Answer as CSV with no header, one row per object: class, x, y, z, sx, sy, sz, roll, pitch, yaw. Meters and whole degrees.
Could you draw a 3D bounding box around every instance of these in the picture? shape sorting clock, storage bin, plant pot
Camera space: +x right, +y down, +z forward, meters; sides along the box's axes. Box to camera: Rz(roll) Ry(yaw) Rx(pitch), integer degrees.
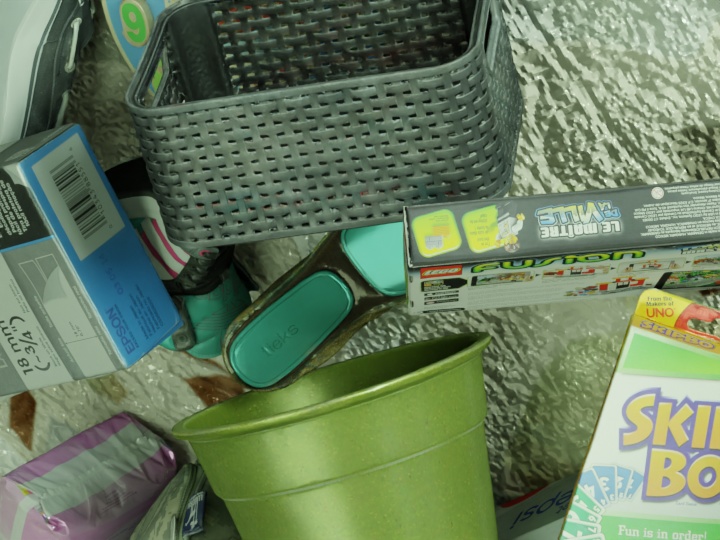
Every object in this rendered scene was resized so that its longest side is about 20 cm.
shape sorting clock,-0.071,-0.149,1.604,0.199,0.039,0.201,17,127,23
storage bin,-0.017,-0.094,1.504,0.199,0.135,0.094,-8,121,13
plant pot,0.009,0.156,1.614,0.199,0.200,0.191,-14,94,38

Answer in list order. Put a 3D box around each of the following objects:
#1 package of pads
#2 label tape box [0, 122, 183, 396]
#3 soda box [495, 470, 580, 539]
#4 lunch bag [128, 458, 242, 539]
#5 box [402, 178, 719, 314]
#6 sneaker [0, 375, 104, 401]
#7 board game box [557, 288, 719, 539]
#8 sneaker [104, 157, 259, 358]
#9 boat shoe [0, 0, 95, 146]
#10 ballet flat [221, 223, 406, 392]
package of pads,-0.202,0.203,1.861,0.076,0.120,0.201,40,134,26
label tape box,-0.224,0.002,1.676,0.199,0.063,0.145,-13,110,42
soda box,0.106,0.182,1.692,0.200,0.068,0.064,-29,102,42
lunch bag,-0.088,0.205,1.763,0.139,0.168,0.200,38,132,5
box,0.123,-0.013,1.473,0.199,0.035,0.110,-5,165,0
sneaker,-0.247,0.024,1.805,0.200,0.074,0.119,-16,117,28
board game box,0.173,0.115,1.523,0.095,0.030,0.201,18,108,3
sneaker,-0.094,-0.005,1.668,0.200,0.084,0.121,2,124,54
boat shoe,-0.196,-0.157,1.662,0.072,0.068,0.201,38,128,35
ballet flat,0.000,0.000,1.632,0.200,0.071,0.071,-38,97,12
